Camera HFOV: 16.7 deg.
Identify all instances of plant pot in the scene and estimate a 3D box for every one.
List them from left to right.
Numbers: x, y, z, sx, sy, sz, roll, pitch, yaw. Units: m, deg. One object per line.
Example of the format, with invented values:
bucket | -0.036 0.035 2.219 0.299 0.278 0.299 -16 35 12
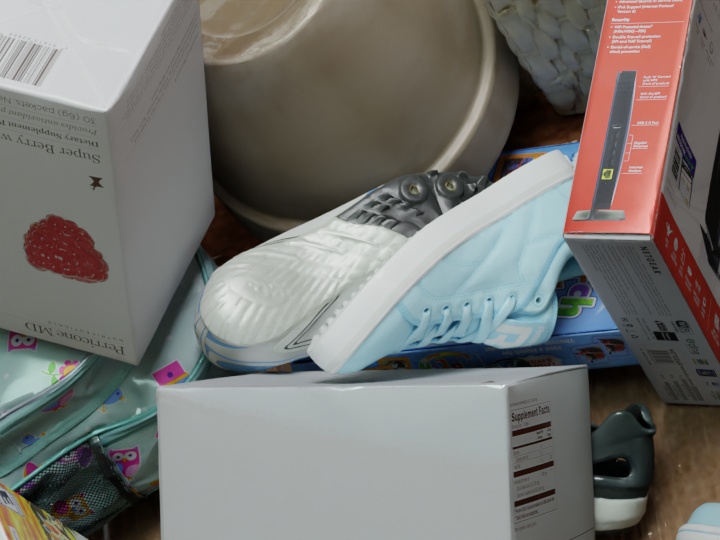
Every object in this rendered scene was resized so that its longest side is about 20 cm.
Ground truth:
plant pot | -0.030 -0.129 1.384 0.199 0.174 0.201 -9 64 19

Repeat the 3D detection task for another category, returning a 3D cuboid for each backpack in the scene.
backpack | -0.163 0.050 1.431 0.199 0.154 0.176 -24 51 1

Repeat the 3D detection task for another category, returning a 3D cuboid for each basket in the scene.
basket | 0.139 -0.190 1.402 0.135 0.200 0.124 -14 65 16

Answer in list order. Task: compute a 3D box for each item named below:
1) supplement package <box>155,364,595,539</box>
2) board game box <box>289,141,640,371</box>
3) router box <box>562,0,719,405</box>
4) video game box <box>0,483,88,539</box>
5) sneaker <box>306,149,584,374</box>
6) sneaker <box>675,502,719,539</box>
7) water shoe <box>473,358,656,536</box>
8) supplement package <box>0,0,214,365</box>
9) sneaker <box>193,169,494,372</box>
supplement package | 0.012 0.153 1.253 0.190 0.147 0.201 -1 91 22
board game box | 0.069 -0.004 1.404 0.199 0.037 0.152 -7 46 21
router box | 0.171 -0.050 1.304 0.049 0.200 0.180 1 64 24
video game box | -0.137 0.220 1.302 0.047 0.182 0.200 -34 55 5
sneaker | 0.063 0.011 1.286 0.200 0.074 0.082 -35 80 -31
sneaker | 0.266 0.109 1.252 0.199 0.080 0.131 6 67 16
water shoe | 0.069 0.082 1.346 0.199 0.071 0.079 16 100 20
supplement package | -0.155 -0.067 1.290 0.121 0.201 0.120 14 51 13
sneaker | 0.000 0.000 1.359 0.199 0.073 0.072 -20 76 -14
